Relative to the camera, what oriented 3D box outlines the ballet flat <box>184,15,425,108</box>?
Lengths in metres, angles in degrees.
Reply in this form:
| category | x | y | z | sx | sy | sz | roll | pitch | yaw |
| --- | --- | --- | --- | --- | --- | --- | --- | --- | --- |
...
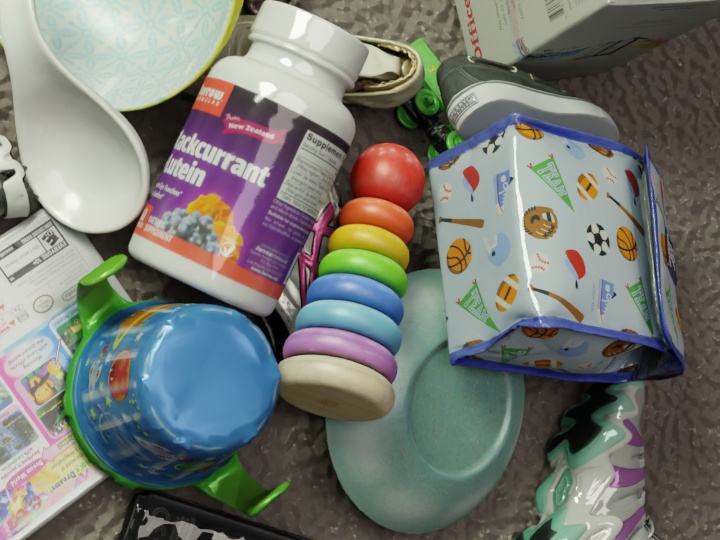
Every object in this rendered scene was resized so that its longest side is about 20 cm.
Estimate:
| category | x | y | z | sx | sy | sz | roll | pitch | yaw |
| --- | --- | --- | --- | --- | --- | --- | --- | --- | --- |
| ballet flat | -0.048 | -0.160 | 1.111 | 0.200 | 0.062 | 0.068 | 1 | 86 | -8 |

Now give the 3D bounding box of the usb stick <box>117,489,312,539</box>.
| category | x | y | z | sx | sy | sz | roll | pitch | yaw |
| --- | --- | --- | --- | --- | --- | --- | --- | --- | --- |
| usb stick | -0.076 | 0.210 | 1.076 | 0.200 | 0.033 | 0.056 | 21 | 81 | -18 |

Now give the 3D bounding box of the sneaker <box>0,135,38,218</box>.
| category | x | y | z | sx | sy | sz | roll | pitch | yaw |
| --- | --- | --- | --- | --- | --- | --- | --- | --- | --- |
| sneaker | -0.303 | -0.114 | 1.019 | 0.090 | 0.066 | 0.200 | -27 | 94 | -26 |

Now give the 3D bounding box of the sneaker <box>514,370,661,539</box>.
| category | x | y | z | sx | sy | sz | roll | pitch | yaw |
| --- | --- | --- | --- | --- | --- | --- | --- | --- | --- |
| sneaker | 0.210 | 0.190 | 1.179 | 0.140 | 0.078 | 0.200 | 31 | 79 | -18 |

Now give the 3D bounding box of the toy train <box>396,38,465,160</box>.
| category | x | y | z | sx | sy | sz | roll | pitch | yaw |
| --- | --- | --- | --- | --- | --- | --- | --- | --- | --- |
| toy train | 0.086 | -0.098 | 1.192 | 0.200 | 0.042 | 0.056 | 51 | 57 | -7 |

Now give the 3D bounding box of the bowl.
| category | x | y | z | sx | sy | sz | roll | pitch | yaw |
| --- | --- | --- | --- | --- | --- | --- | --- | --- | --- |
| bowl | -0.162 | -0.221 | 1.061 | 0.200 | 0.200 | 0.108 | 55 | 24 | -5 |

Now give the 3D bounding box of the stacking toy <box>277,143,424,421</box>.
| category | x | y | z | sx | sy | sz | roll | pitch | yaw |
| --- | --- | --- | --- | --- | --- | --- | --- | --- | --- |
| stacking toy | 0.000 | 0.000 | 1.046 | 0.085 | 0.085 | 0.200 | 20 | 66 | -18 |

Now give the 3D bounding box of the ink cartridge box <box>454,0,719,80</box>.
| category | x | y | z | sx | sy | sz | roll | pitch | yaw |
| --- | --- | --- | --- | --- | --- | --- | --- | --- | --- |
| ink cartridge box | 0.179 | -0.245 | 1.164 | 0.144 | 0.200 | 0.148 | -9 | 84 | -27 |

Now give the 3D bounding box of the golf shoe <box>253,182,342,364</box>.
| category | x | y | z | sx | sy | sz | roll | pitch | yaw |
| --- | --- | --- | --- | --- | --- | --- | --- | --- | --- |
| golf shoe | -0.053 | -0.008 | 1.099 | 0.092 | 0.073 | 0.200 | -11 | 85 | -24 |

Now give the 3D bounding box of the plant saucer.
| category | x | y | z | sx | sy | sz | roll | pitch | yaw |
| --- | --- | --- | --- | --- | --- | --- | --- | --- | --- |
| plant saucer | 0.063 | 0.099 | 1.112 | 0.201 | 0.039 | 0.201 | -2 | 93 | -39 |

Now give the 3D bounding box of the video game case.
| category | x | y | z | sx | sy | sz | roll | pitch | yaw |
| --- | --- | --- | --- | --- | --- | --- | --- | --- | --- |
| video game case | -0.239 | 0.078 | 1.037 | 0.200 | 0.024 | 0.182 | -37 | 96 | -24 |

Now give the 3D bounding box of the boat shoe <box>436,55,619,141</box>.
| category | x | y | z | sx | sy | sz | roll | pitch | yaw |
| --- | --- | --- | --- | --- | --- | --- | --- | --- | --- |
| boat shoe | 0.135 | -0.127 | 1.177 | 0.200 | 0.069 | 0.057 | 11 | 46 | -49 |

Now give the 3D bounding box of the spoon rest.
| category | x | y | z | sx | sy | sz | roll | pitch | yaw |
| --- | --- | --- | --- | --- | --- | --- | --- | --- | --- |
| spoon rest | -0.203 | -0.120 | 1.015 | 0.061 | 0.099 | 0.200 | -37 | 116 | -60 |

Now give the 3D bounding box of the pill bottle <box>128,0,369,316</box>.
| category | x | y | z | sx | sy | sz | roll | pitch | yaw |
| --- | --- | --- | --- | --- | --- | --- | --- | --- | --- |
| pill bottle | -0.071 | -0.079 | 1.033 | 0.111 | 0.111 | 0.200 | 25 | 88 | -17 |

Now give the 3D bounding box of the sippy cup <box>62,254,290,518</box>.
| category | x | y | z | sx | sy | sz | roll | pitch | yaw |
| --- | --- | --- | --- | --- | --- | --- | --- | --- | --- |
| sippy cup | -0.119 | 0.079 | 1.004 | 0.178 | 0.130 | 0.140 | 21 | 73 | -20 |

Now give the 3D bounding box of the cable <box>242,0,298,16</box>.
| category | x | y | z | sx | sy | sz | roll | pitch | yaw |
| --- | --- | --- | --- | --- | --- | --- | --- | --- | --- |
| cable | -0.029 | -0.253 | 1.161 | 0.200 | 0.050 | 0.097 | -20 | 105 | -26 |

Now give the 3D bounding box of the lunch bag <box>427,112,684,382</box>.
| category | x | y | z | sx | sy | sz | roll | pitch | yaw |
| --- | --- | --- | --- | --- | --- | --- | --- | --- | --- |
| lunch bag | 0.165 | -0.010 | 1.114 | 0.200 | 0.124 | 0.170 | 13 | 65 | -37 |
